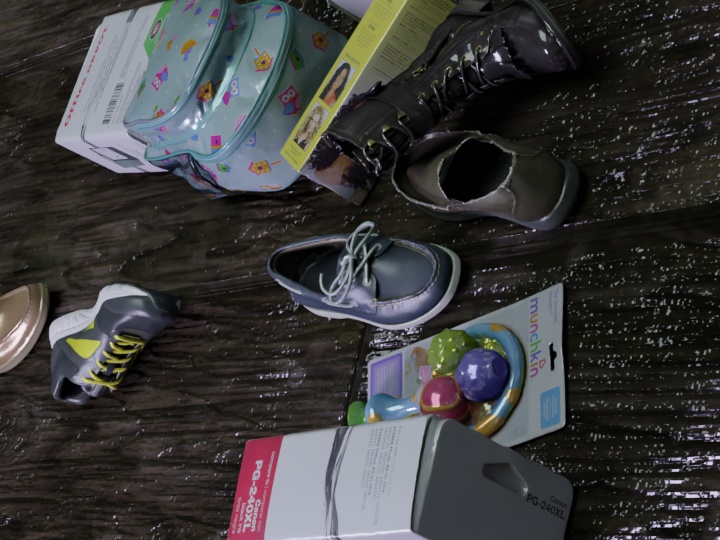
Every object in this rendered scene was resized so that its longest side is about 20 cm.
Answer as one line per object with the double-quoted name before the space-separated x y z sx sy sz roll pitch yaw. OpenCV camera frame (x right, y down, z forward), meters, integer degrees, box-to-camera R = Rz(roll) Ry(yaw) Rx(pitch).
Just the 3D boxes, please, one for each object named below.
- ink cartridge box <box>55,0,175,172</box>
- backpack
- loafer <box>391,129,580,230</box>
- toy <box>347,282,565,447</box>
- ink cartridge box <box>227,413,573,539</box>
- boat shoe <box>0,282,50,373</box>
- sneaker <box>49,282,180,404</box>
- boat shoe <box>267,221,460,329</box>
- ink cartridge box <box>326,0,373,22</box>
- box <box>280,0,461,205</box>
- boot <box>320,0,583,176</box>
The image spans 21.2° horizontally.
"ink cartridge box" -0.209 -0.179 1.890 0.199 0.084 0.147 4 71 61
"backpack" -0.106 -0.161 1.712 0.199 0.153 0.177 10 72 51
"loafer" 0.085 -0.080 1.482 0.199 0.069 0.076 9 75 54
"toy" 0.063 0.085 1.426 0.199 0.047 0.116 -27 51 41
"ink cartridge box" 0.026 0.169 1.335 0.199 0.145 0.084 -12 58 48
"boat shoe" -0.398 0.072 2.011 0.200 0.064 0.072 -38 42 32
"sneaker" -0.230 0.073 1.802 0.199 0.074 0.086 -28 53 52
"boat shoe" 0.000 0.000 1.548 0.199 0.062 0.076 7 72 53
"ink cartridge box" 0.035 -0.329 1.690 0.145 0.087 0.201 -38 41 33
"box" 0.018 -0.160 1.618 0.201 0.075 0.050 -59 33 9
"boot" 0.067 -0.134 1.492 0.174 0.069 0.200 -43 22 -14
